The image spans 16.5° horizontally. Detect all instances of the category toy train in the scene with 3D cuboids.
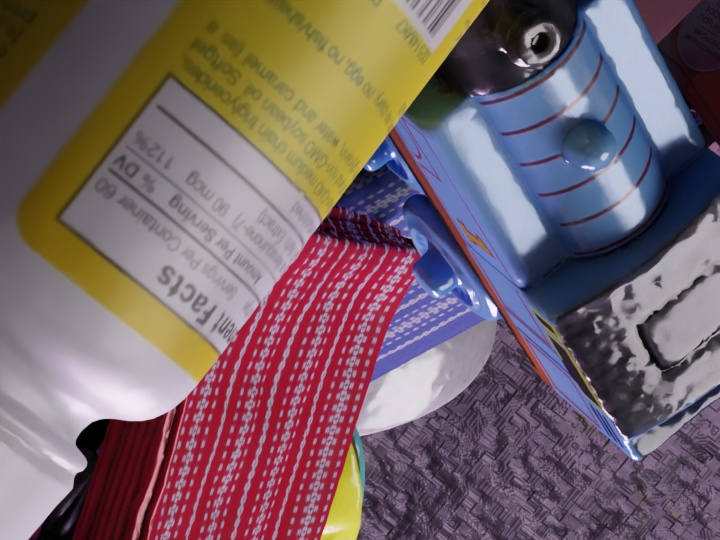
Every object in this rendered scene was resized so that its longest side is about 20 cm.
[{"bbox_3d":[0.045,-0.043,0.693,0.087,0.200,0.114,-39,-142,-8],"label":"toy train"}]

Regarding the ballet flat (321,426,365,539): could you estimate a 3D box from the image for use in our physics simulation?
[{"bbox_3d":[-0.053,0.117,0.949,0.067,0.067,0.200,-41,169,-35],"label":"ballet flat"}]

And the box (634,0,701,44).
[{"bbox_3d":[0.096,-0.192,0.813,0.200,0.164,0.166,-52,179,-36],"label":"box"}]

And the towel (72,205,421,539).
[{"bbox_3d":[-0.031,0.050,0.706,0.200,0.022,0.145,10,99,-75],"label":"towel"}]

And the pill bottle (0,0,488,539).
[{"bbox_3d":[-0.058,-0.039,0.563,0.200,0.114,0.114,-52,179,-5],"label":"pill bottle"}]

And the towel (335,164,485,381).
[{"bbox_3d":[0.000,0.000,0.866,0.145,0.024,0.200,-30,161,14],"label":"towel"}]

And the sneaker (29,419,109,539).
[{"bbox_3d":[-0.117,0.044,0.681,0.200,0.084,0.077,-29,155,-26],"label":"sneaker"}]

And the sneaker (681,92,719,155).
[{"bbox_3d":[0.146,-0.060,0.830,0.200,0.079,0.089,-52,-177,45],"label":"sneaker"}]

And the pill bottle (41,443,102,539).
[{"bbox_3d":[-0.106,0.120,0.761,0.114,0.114,0.200,-54,179,24],"label":"pill bottle"}]

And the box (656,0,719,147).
[{"bbox_3d":[0.199,-0.043,0.751,0.200,0.095,0.103,18,124,-46],"label":"box"}]

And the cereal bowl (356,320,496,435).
[{"bbox_3d":[-0.034,-0.008,1.141,0.200,0.200,0.083,-51,148,-53],"label":"cereal bowl"}]
